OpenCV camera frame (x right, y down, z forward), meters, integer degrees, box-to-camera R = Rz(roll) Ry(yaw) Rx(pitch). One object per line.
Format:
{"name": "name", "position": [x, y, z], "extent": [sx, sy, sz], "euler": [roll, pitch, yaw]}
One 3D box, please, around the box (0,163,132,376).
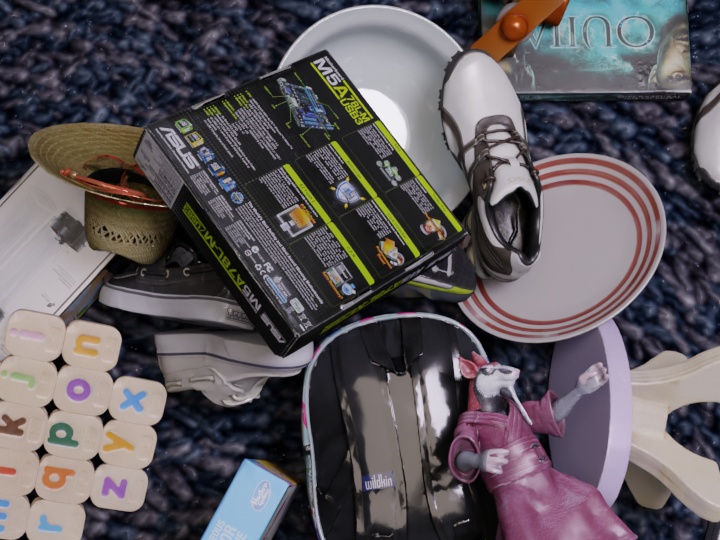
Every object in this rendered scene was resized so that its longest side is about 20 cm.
{"name": "box", "position": [-0.300, 0.002, 1.053], "extent": [0.116, 0.060, 0.200], "euler": [40, 82, 6]}

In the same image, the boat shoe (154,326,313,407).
{"name": "boat shoe", "position": [-0.110, 0.084, 0.989], "extent": [0.072, 0.199, 0.067], "euler": [-9, 95, -46]}

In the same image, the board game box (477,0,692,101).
{"name": "board game box", "position": [0.211, -0.228, 1.108], "extent": [0.197, 0.028, 0.137], "euler": [-1, 80, 0]}

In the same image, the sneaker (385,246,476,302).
{"name": "sneaker", "position": [0.000, 0.000, 0.990], "extent": [0.197, 0.081, 0.074], "euler": [10, 43, -4]}

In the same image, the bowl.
{"name": "bowl", "position": [0.010, -0.128, 1.050], "extent": [0.198, 0.090, 0.204], "euler": [0, 89, -10]}

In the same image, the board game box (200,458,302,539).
{"name": "board game box", "position": [-0.104, 0.229, 0.945], "extent": [0.040, 0.200, 0.154], "euler": [28, 81, 4]}

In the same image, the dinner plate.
{"name": "dinner plate", "position": [0.173, -0.019, 1.032], "extent": [0.198, 0.024, 0.202], "euler": [-15, 51, 19]}

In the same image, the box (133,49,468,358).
{"name": "box", "position": [-0.044, -0.059, 0.908], "extent": [0.192, 0.048, 0.201], "euler": [-30, 78, -38]}

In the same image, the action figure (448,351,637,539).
{"name": "action figure", "position": [0.125, 0.155, 0.896], "extent": [0.133, 0.149, 0.202], "euler": [-13, 67, -27]}

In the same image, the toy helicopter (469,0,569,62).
{"name": "toy helicopter", "position": [0.147, -0.256, 0.996], "extent": [0.078, 0.201, 0.133], "euler": [24, 63, 4]}

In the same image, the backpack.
{"name": "backpack", "position": [0.034, 0.136, 0.985], "extent": [0.175, 0.151, 0.203], "euler": [-10, 90, -3]}

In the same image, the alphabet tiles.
{"name": "alphabet tiles", "position": [-0.275, 0.139, 1.018], "extent": [0.193, 0.015, 0.202], "euler": [11, 95, -17]}

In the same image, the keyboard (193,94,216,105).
{"name": "keyboard", "position": [-0.109, -0.062, 1.047], "extent": [0.127, 0.020, 0.202], "euler": [-29, 79, 38]}

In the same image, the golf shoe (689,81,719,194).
{"name": "golf shoe", "position": [0.366, -0.167, 1.058], "extent": [0.077, 0.095, 0.201], "euler": [28, 83, 3]}

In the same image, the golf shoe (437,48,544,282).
{"name": "golf shoe", "position": [0.121, -0.092, 0.979], "extent": [0.077, 0.094, 0.203], "euler": [-12, 92, -14]}

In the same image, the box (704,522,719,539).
{"name": "box", "position": [0.390, 0.228, 1.027], "extent": [0.154, 0.041, 0.202], "euler": [18, 82, 3]}

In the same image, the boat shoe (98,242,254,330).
{"name": "boat shoe", "position": [-0.156, 0.009, 1.003], "extent": [0.069, 0.199, 0.067], "euler": [15, 82, -40]}

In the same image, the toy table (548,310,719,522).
{"name": "toy table", "position": [0.236, 0.122, 0.985], "extent": [0.116, 0.185, 0.202], "euler": [13, 48, -7]}

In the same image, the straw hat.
{"name": "straw hat", "position": [-0.191, -0.052, 0.976], "extent": [0.199, 0.201, 0.086], "euler": [14, 110, 2]}
